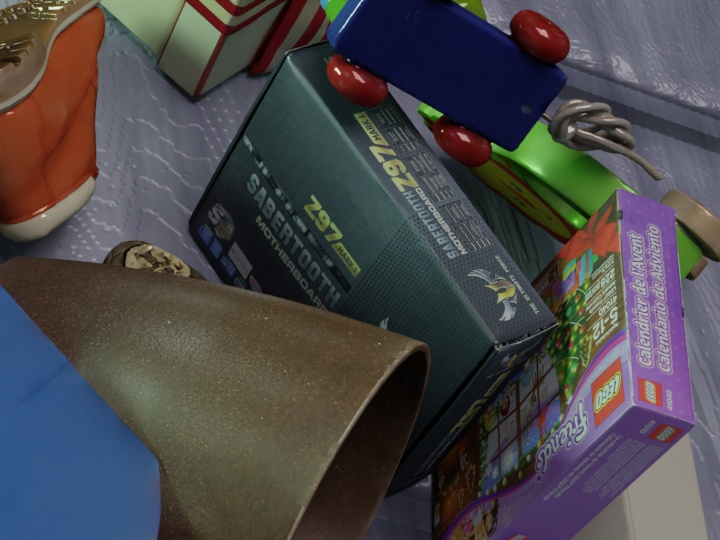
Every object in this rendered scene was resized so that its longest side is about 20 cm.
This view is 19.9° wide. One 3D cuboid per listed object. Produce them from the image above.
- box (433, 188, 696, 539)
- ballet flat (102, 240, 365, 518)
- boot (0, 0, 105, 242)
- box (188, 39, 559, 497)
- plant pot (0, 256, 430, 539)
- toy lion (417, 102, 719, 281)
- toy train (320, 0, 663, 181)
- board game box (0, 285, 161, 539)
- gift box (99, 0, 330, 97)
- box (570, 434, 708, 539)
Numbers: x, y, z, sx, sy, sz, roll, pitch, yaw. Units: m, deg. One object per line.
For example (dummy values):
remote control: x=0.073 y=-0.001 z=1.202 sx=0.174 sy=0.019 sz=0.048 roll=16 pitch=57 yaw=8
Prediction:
box: x=0.100 y=0.070 z=1.066 sx=0.039 sy=0.200 sz=0.137 roll=18 pitch=48 yaw=-20
ballet flat: x=-0.063 y=0.054 z=1.095 sx=0.067 sy=0.046 sz=0.200 roll=-29 pitch=72 yaw=-42
boot: x=-0.177 y=-0.091 z=1.136 sx=0.200 sy=0.075 sz=0.107 roll=-74 pitch=146 yaw=-62
box: x=0.000 y=0.000 z=1.097 sx=0.051 sy=0.158 sz=0.200 roll=-20 pitch=68 yaw=-39
plant pot: x=-0.097 y=0.075 z=0.986 sx=0.200 sy=0.187 sz=0.187 roll=26 pitch=44 yaw=12
toy lion: x=0.114 y=-0.046 z=1.191 sx=0.192 sy=0.200 sz=0.069 roll=40 pitch=88 yaw=5
toy train: x=0.065 y=-0.113 z=1.088 sx=0.200 sy=0.085 sz=0.116 roll=27 pitch=20 yaw=-28
board game box: x=-0.182 y=0.086 z=0.862 sx=0.200 sy=0.039 sz=0.158 roll=47 pitch=49 yaw=2
gift box: x=-0.062 y=-0.241 z=1.236 sx=0.187 sy=0.185 sz=0.200 roll=43 pitch=52 yaw=11
box: x=0.142 y=0.167 z=1.091 sx=0.082 sy=0.068 sz=0.200 roll=32 pitch=39 yaw=-37
